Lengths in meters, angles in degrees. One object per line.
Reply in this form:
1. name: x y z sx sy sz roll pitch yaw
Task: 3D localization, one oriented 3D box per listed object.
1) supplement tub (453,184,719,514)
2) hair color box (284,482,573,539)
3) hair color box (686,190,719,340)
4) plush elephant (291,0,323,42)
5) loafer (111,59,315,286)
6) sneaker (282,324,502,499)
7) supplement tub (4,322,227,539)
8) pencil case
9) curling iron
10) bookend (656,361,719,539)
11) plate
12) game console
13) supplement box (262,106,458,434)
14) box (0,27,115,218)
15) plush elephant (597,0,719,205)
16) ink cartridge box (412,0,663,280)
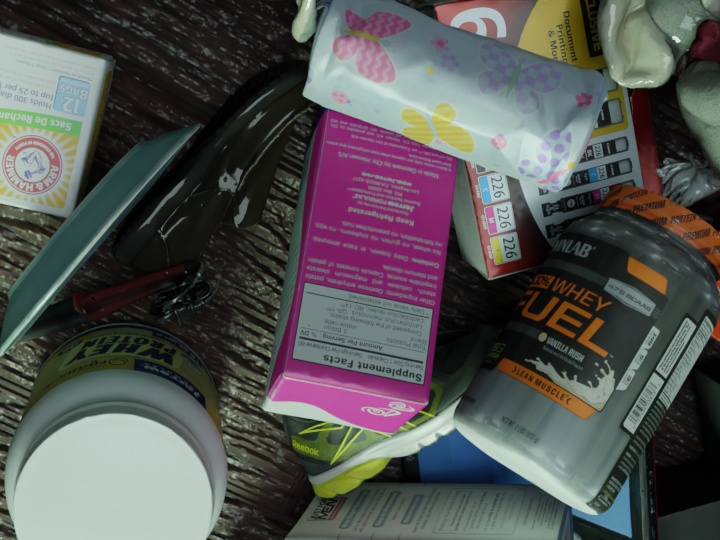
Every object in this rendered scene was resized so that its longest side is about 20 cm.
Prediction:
1. supplement tub: 0.160 0.051 0.800 0.122 0.122 0.201 34 82 -14
2. hair color box: 0.054 0.205 0.881 0.198 0.099 0.061 -2 104 16
3. hair color box: 0.297 -0.051 0.907 0.061 0.102 0.200 38 92 -14
4. plush elephant: -0.080 -0.246 0.793 0.198 0.166 0.155 -2 144 22
5. loafer: -0.094 -0.068 0.859 0.071 0.073 0.200 41 102 -18
6. sneaker: 0.020 0.094 0.883 0.200 0.075 0.085 -38 96 19
7. supplement tub: -0.165 0.126 0.813 0.143 0.200 0.146 -2 101 -9
8. pencil case: 0.060 -0.123 0.780 0.199 0.083 0.091 22 57 0
9. curling iron: -0.194 0.030 0.846 0.198 0.050 0.026 -12 123 18
10. bookend: 0.292 0.163 0.952 0.198 0.092 0.200 -15 102 -5
11. plate: -0.179 -0.028 0.782 0.026 0.200 0.200 41 92 -10
12. game console: 0.127 0.147 0.913 0.118 0.172 0.202 -14 105 -33
13. supplement box: 0.000 0.000 0.822 0.103 0.101 0.202 13 70 -8
14. box: -0.275 -0.115 0.798 0.198 0.101 0.113 12 99 -11
15. plush elephant: 0.255 -0.151 0.799 0.164 0.200 0.156 -18 79 -46
16. ink cartridge box: 0.147 -0.116 0.878 0.174 0.084 0.202 -15 102 -7
